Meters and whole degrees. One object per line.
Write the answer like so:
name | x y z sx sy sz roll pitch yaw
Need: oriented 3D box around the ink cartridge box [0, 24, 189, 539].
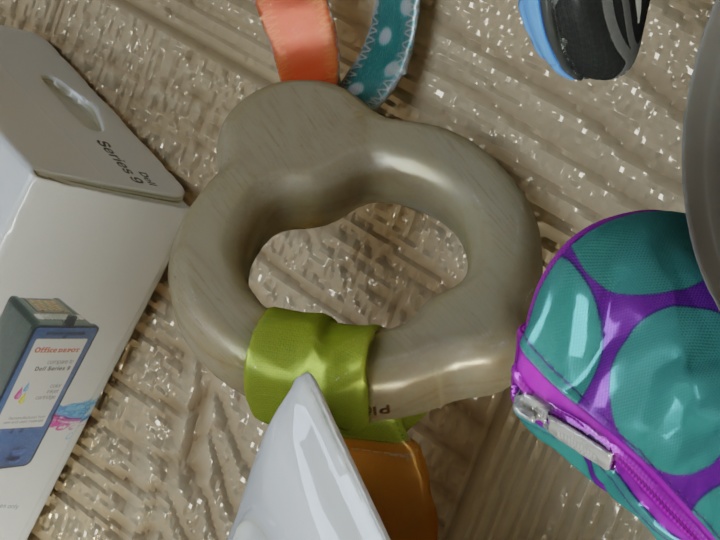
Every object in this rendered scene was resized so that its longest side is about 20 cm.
ink cartridge box | -0.171 0.013 1.079 0.145 0.087 0.200 45 113 40

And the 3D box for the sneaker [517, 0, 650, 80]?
sneaker | 0.102 -0.137 0.762 0.083 0.071 0.200 28 115 7

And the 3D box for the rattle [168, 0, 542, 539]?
rattle | 0.000 0.000 0.951 0.130 0.143 0.200 -25 44 5

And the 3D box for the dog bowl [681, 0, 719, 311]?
dog bowl | 0.183 -0.047 0.731 0.200 0.059 0.200 -24 55 40

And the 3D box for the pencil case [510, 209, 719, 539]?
pencil case | 0.125 0.071 0.768 0.200 0.092 0.085 47 150 37

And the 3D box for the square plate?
square plate | -0.007 0.161 0.855 0.200 0.028 0.198 112 139 -59
